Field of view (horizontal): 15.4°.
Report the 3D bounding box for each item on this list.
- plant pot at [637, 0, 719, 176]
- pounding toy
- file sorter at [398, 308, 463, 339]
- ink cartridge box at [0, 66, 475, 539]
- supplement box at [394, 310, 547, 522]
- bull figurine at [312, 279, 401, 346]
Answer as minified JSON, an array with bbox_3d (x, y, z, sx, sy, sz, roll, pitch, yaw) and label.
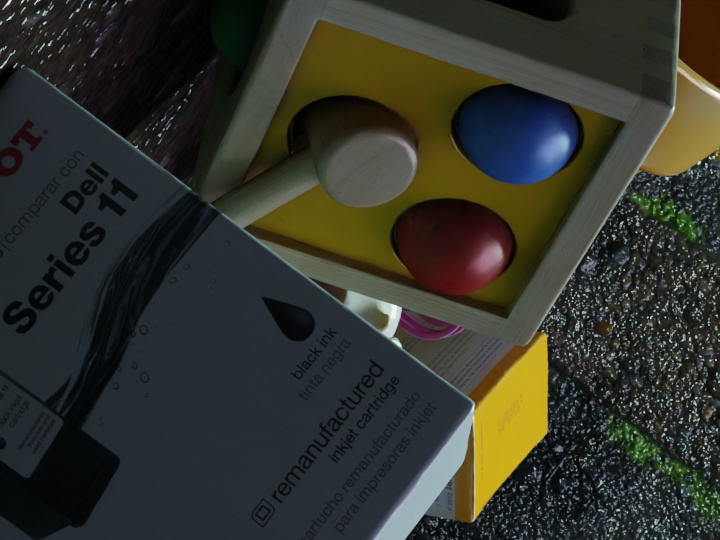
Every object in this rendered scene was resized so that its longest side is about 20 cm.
[{"bbox_3d":[0.062,-0.100,1.250,0.183,0.201,0.200,-39,179,23],"label":"plant pot"},{"bbox_3d":[0.002,-0.056,1.074,0.185,0.199,0.143,118,-15,-47],"label":"pounding toy"},{"bbox_3d":[0.044,-0.045,1.551,0.126,0.139,0.200,-53,174,10],"label":"file sorter"},{"bbox_3d":[-0.081,0.050,0.906,0.147,0.199,0.083,-52,170,-13],"label":"ink cartridge box"},{"bbox_3d":[0.000,0.078,1.598,0.126,0.199,0.074,-41,135,-56],"label":"supplement box"},{"bbox_3d":[0.000,0.000,1.381,0.065,0.121,0.202,12,86,-40],"label":"bull figurine"}]
